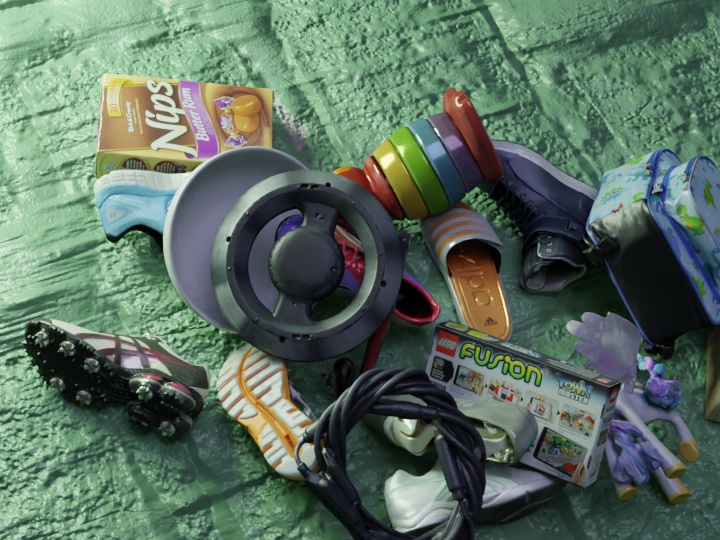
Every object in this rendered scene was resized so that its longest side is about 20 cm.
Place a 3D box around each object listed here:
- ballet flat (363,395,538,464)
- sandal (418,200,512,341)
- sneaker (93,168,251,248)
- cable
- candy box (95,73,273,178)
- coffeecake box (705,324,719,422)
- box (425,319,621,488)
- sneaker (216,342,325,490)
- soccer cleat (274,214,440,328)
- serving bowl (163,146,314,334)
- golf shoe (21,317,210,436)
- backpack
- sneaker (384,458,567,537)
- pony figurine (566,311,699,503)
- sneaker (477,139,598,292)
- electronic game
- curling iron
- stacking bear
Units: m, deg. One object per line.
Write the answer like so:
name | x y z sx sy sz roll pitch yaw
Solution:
ballet flat | 0.080 0.160 1.485 0.199 0.068 0.064 2 34 27
sandal | 0.130 -0.012 1.660 0.079 0.059 0.208 -10 60 -19
sneaker | -0.194 -0.059 1.625 0.199 0.078 0.091 0 79 -14
cable | 0.042 0.191 1.418 0.163 0.051 0.200 -46 102 -11
candy box | -0.201 -0.157 1.685 0.199 0.057 0.117 3 57 -9
coffeecake box | 0.496 0.108 1.653 0.199 0.073 0.154 13 55 -3
box | 0.158 0.134 1.503 0.199 0.111 0.035 20 15 27
sneaker | -0.085 0.152 1.501 0.078 0.077 0.200 -34 48 3
soccer cleat | 0.000 0.000 1.569 0.200 0.073 0.068 33 78 -23
serving bowl | -0.126 -0.032 1.576 0.199 0.066 0.201 -2 93 -31
golf shoe | -0.250 0.099 1.508 0.199 0.077 0.088 26 35 3
backpack | 0.351 -0.040 1.639 0.183 0.146 0.200 56 27 -19
sneaker | 0.118 0.219 1.500 0.199 0.071 0.081 -10 57 -18
pony figurine | 0.267 0.143 1.552 0.192 0.167 0.201 12 44 -45
sneaker | 0.186 -0.061 1.694 0.201 0.077 0.147 25 53 3
electronic game | -0.055 -0.006 1.511 0.199 0.042 0.201 0 79 1
curling iron | 0.012 0.052 1.535 0.049 0.026 0.201 21 99 -13
stacking bear | 0.049 -0.107 1.654 0.199 0.121 0.114 -29 100 1
